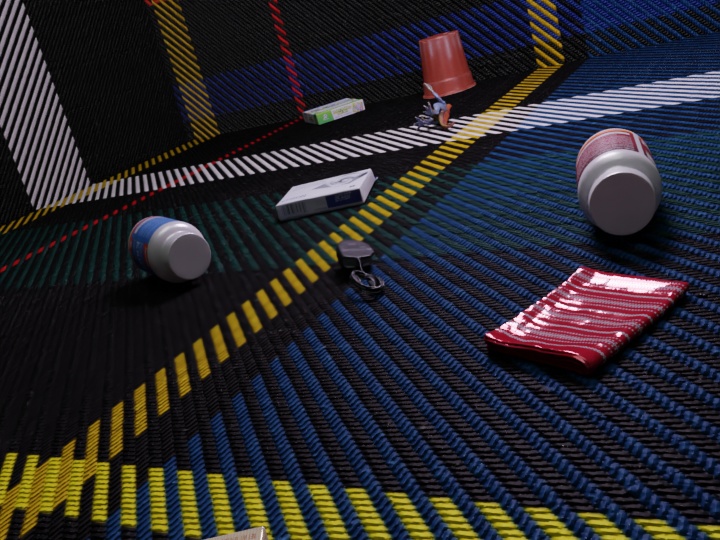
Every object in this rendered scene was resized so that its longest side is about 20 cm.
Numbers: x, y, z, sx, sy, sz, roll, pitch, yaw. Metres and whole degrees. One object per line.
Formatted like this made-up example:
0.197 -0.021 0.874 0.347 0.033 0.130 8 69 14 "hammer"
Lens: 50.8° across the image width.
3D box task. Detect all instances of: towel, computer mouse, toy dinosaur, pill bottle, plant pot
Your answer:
0.245 0.048 0.827 0.198 0.023 0.143 -29 23 -33 "towel"
0.000 0.000 1.158 0.057 0.035 0.201 -1 22 -10 "computer mouse"
0.229 -0.442 2.187 0.180 0.106 0.200 -17 52 -46 "toy dinosaur"
-0.354 -0.039 1.415 0.111 0.114 0.199 -26 20 -28 "pill bottle"
0.298 -0.741 2.717 0.197 0.199 0.201 -14 18 5 "plant pot"
0.361 -0.124 1.068 0.111 0.115 0.200 -9 19 19 "pill bottle"

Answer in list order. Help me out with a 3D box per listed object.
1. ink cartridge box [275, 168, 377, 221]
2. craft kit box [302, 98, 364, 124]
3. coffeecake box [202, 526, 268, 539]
-0.070 -0.177 1.680 0.195 0.041 0.201 -11 20 14 "ink cartridge box"
-0.106 -0.620 2.947 0.197 0.049 0.197 -21 17 -14 "craft kit box"
-0.130 0.262 0.453 0.150 0.074 0.201 -14 20 4 "coffeecake box"
